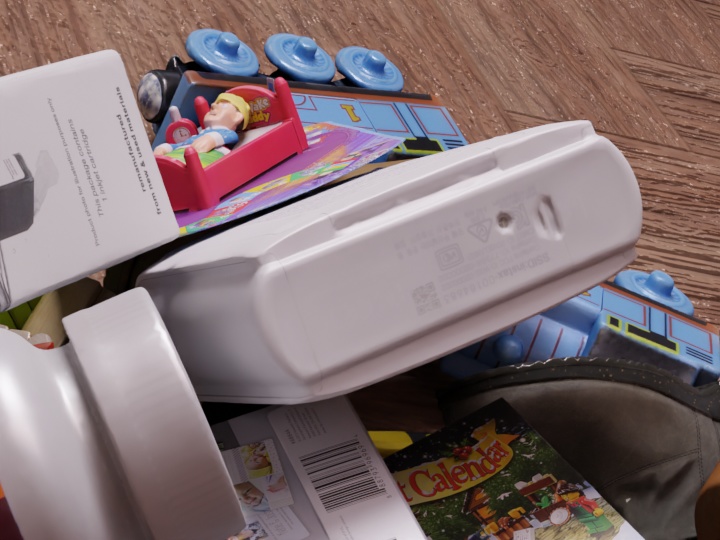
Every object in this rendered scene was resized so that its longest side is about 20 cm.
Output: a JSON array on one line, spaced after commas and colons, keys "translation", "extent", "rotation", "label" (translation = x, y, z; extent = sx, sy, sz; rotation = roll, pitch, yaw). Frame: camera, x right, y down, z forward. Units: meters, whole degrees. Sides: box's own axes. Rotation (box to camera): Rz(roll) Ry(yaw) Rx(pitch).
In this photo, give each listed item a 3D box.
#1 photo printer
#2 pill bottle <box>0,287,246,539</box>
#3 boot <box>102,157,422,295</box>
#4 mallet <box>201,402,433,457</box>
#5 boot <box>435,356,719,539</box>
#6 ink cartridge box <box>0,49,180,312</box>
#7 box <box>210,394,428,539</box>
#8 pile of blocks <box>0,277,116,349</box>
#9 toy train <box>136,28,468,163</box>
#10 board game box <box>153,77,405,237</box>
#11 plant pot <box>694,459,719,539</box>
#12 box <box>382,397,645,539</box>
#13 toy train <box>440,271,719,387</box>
[{"translation": [0.000, 0.000, 0.812], "extent": [0.165, 0.070, 0.200], "rotation": [-22, 5, -22], "label": "photo printer"}, {"translation": [-0.146, 0.086, 0.662], "extent": [0.199, 0.110, 0.110], "rotation": [-24, 42, -8], "label": "pill bottle"}, {"translation": [-0.012, -0.008, 0.957], "extent": [0.198, 0.067, 0.176], "rotation": [0, 38, 19], "label": "boot"}, {"translation": [0.019, 0.091, 0.963], "extent": [0.199, 0.041, 0.066], "rotation": [12, 28, -30], "label": "mallet"}, {"translation": [0.129, 0.114, 0.920], "extent": [0.198, 0.068, 0.132], "rotation": [8, 72, -25], "label": "boot"}, {"translation": [-0.188, -0.010, 0.742], "extent": [0.200, 0.143, 0.084], "rotation": [-25, 97, -56], "label": "ink cartridge box"}, {"translation": [-0.071, 0.131, 0.719], "extent": [0.199, 0.041, 0.156], "rotation": [-17, 41, -14], "label": "box"}, {"translation": [-0.131, 0.037, 0.868], "extent": [0.082, 0.062, 0.200], "rotation": [-38, 58, -15], "label": "pile of blocks"}, {"translation": [-0.034, -0.080, 1.171], "extent": [0.199, 0.087, 0.115], "rotation": [3, 40, -35], "label": "toy train"}, {"translation": [-0.074, -0.056, 0.912], "extent": [0.157, 0.039, 0.200], "rotation": [-21, 12, -12], "label": "board game box"}, {"translation": [0.241, 0.107, 0.864], "extent": [0.140, 0.201, 0.200], "rotation": [-35, 56, -20], "label": "plant pot"}, {"translation": [0.013, 0.141, 0.757], "extent": [0.199, 0.038, 0.137], "rotation": [-26, 45, -21], "label": "box"}, {"translation": [0.097, 0.028, 1.050], "extent": [0.199, 0.087, 0.114], "rotation": [24, 21, -1], "label": "toy train"}]
